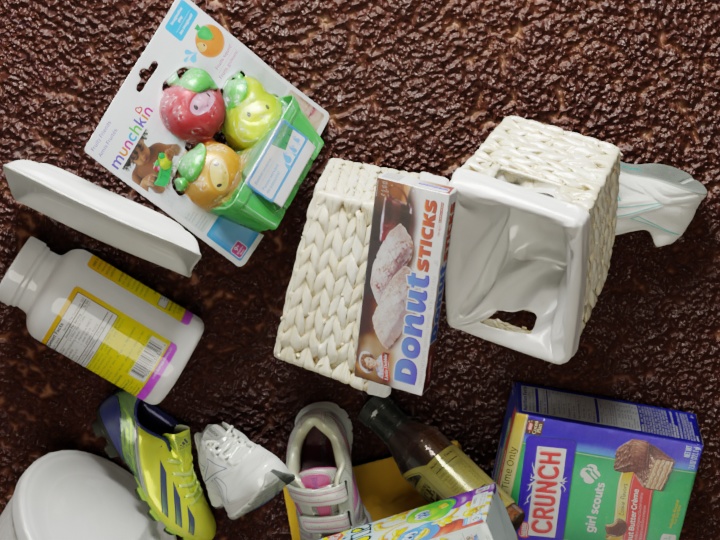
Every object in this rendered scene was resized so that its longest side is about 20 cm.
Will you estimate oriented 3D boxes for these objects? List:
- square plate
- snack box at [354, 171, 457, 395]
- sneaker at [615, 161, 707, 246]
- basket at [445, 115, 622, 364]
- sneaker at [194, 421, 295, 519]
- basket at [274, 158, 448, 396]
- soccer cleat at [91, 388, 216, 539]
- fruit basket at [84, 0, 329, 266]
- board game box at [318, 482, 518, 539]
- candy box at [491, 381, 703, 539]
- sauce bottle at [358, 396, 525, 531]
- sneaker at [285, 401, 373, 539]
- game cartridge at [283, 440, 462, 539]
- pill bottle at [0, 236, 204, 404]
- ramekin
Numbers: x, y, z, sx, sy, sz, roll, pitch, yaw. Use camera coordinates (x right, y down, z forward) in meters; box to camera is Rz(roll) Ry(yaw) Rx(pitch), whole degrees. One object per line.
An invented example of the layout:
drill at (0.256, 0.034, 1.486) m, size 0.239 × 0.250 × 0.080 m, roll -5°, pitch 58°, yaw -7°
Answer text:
square plate at (-0.247, -0.052, 1.498) m, size 0.198 × 0.200 × 0.028 m, roll 24°, pitch 81°, yaw -6°
snack box at (0.040, 0.013, 1.412) m, size 0.072 × 0.024 × 0.200 m, roll 14°, pitch 113°, yaw 19°
sneaker at (0.236, -0.077, 1.514) m, size 0.200 × 0.070 × 0.080 m, roll 18°, pitch 115°, yaw -3°
basket at (0.165, -0.031, 1.460) m, size 0.135 × 0.123 × 0.200 m, roll 19°, pitch 140°, yaw 19°
sneaker at (-0.132, 0.202, 1.584) m, size 0.074 × 0.200 × 0.087 m, roll -31°, pitch 97°, yaw -23°
basket at (0.000, 0.000, 1.516) m, size 0.123 × 0.136 × 0.200 m, roll 17°, pitch 111°, yaw 1°
soccer cleat at (-0.206, 0.210, 1.649) m, size 0.084 × 0.065 × 0.200 m, roll -31°, pitch 106°, yaw 11°
fruit basket at (-0.137, -0.132, 1.459) m, size 0.200 × 0.094 × 0.185 m, roll 41°, pitch 69°, yaw -33°
board game box at (0.053, 0.299, 1.504) m, size 0.200 × 0.103 × 0.105 m, roll -20°, pitch 99°, yaw 14°
candy box at (0.242, 0.222, 1.622) m, size 0.200 × 0.077 × 0.169 m, roll 10°, pitch 112°, yaw 1°
sauce bottle at (0.080, 0.207, 1.595) m, size 0.200 × 0.066 × 0.066 m, roll 42°, pitch 110°, yaw 22°
sneaker at (-0.039, 0.234, 1.596) m, size 0.081 × 0.088 × 0.200 m, roll -15°, pitch 79°, yaw 9°
game cartridge at (0.029, 0.289, 1.631) m, size 0.200 × 0.032 × 0.177 m, roll -15°, pitch 68°, yaw 10°
pill bottle at (-0.268, 0.047, 1.570) m, size 0.200 × 0.104 × 0.104 m, roll 32°, pitch 109°, yaw -8°
ramekin at (-0.297, 0.299, 1.623) m, size 0.202 × 0.202 × 0.094 m, roll 40°, pitch 119°, yaw -11°
